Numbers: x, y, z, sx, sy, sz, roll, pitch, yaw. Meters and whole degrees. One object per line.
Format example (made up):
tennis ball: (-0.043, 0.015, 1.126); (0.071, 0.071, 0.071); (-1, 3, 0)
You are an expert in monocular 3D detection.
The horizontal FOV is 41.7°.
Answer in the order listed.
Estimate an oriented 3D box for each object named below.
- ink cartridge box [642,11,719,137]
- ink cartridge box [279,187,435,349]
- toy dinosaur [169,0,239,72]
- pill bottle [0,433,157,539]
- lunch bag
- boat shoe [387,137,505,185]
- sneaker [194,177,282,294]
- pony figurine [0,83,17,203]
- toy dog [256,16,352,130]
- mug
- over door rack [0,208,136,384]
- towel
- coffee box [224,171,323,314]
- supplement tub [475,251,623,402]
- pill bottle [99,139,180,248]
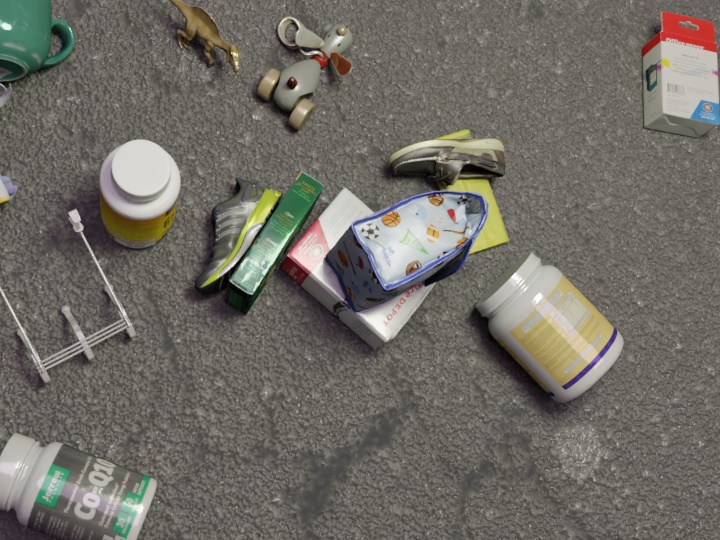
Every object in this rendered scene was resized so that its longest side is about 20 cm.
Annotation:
ink cartridge box: (0.572, -0.351, 1.695); (0.115, 0.067, 0.203); (8, 73, -13)
ink cartridge box: (0.000, 0.000, 1.437); (0.200, 0.083, 0.146); (41, 69, -2)
toy dinosaur: (-0.251, -0.380, 1.463); (0.200, 0.101, 0.058); (42, 69, -1)
pill bottle: (-0.378, 0.294, 1.240); (0.198, 0.113, 0.114); (22, 71, -8)
lunch bag: (0.073, -0.035, 1.331); (0.198, 0.170, 0.125); (-27, 87, -21)
boat shoe: (0.143, -0.169, 1.514); (0.198, 0.072, 0.067); (-8, 74, -17)
sneaker: (-0.196, -0.052, 1.413); (0.080, 0.074, 0.201); (29, 62, 1)
pony figurine: (-0.561, -0.178, 1.314); (0.191, 0.166, 0.202); (-23, 97, -12)
toy dog: (-0.081, -0.326, 1.497); (0.130, 0.096, 0.202); (19, 71, -10)
mug: (-0.507, -0.340, 1.357); (0.182, 0.152, 0.116); (0, 78, -15)
over door rack: (-0.419, 0.033, 1.316); (0.147, 0.066, 0.202); (-28, 105, -20)
towel: (0.172, -0.129, 1.557); (0.085, 0.018, 0.202); (-17, 81, -13)
coffee box: (-0.129, -0.039, 1.395); (0.044, 0.123, 0.201); (32, 71, -1)
supplement tub: (0.289, 0.086, 1.459); (0.200, 0.145, 0.145); (46, 69, 0)
pill bottle: (-0.309, -0.108, 1.321); (0.108, 0.200, 0.111); (4, 74, -14)
